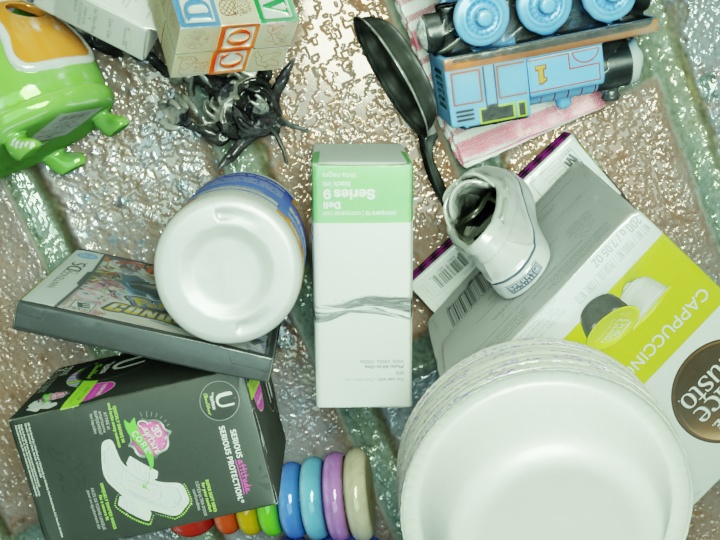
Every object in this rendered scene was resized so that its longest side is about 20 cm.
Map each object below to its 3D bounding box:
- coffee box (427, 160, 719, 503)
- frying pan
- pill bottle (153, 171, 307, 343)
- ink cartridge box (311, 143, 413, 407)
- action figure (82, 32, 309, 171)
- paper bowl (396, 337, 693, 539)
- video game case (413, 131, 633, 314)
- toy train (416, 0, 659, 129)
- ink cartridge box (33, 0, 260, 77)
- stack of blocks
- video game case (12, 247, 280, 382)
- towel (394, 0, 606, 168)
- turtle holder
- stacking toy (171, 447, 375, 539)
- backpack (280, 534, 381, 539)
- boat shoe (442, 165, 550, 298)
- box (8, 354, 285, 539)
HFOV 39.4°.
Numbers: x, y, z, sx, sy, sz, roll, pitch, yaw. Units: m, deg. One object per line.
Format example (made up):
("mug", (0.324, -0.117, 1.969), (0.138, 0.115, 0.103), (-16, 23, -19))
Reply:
("coffee box", (0.194, 0.065, 0.810), (0.197, 0.200, 0.200), (41, 101, -11))
("frying pan", (0.049, -0.132, 0.844), (0.031, 0.115, 0.191), (-33, 102, -3))
("pill bottle", (-0.098, -0.020, 0.819), (0.110, 0.200, 0.114), (0, 103, -1))
("ink cartridge box", (0.000, 0.000, 0.854), (0.083, 0.146, 0.203), (-1, 102, -2))
("action figure", (-0.131, -0.164, 0.839), (0.199, 0.102, 0.120), (34, 88, -7))
("paper bowl", (0.124, 0.156, 0.677), (0.198, 0.104, 0.203), (0, 107, 1))
("video game case", (0.172, 0.008, 0.917), (0.200, 0.036, 0.181), (-43, 100, 8))
("toy train", (0.146, -0.186, 0.826), (0.197, 0.087, 0.116), (-11, 110, -4))
("ink cartridge box", (-0.130, -0.248, 0.787), (0.175, 0.045, 0.202), (25, 60, -6))
("stack of blocks", (-0.105, -0.245, 0.735), (0.114, 0.059, 0.202), (-10, 69, -22))
("video game case", (-0.164, 0.032, 0.839), (0.197, 0.181, 0.026), (13, 103, -4))
("towel", (0.116, -0.208, 0.871), (0.145, 0.030, 0.202), (-23, 102, 3))
("turtle holder", (-0.290, -0.141, 0.833), (0.140, 0.185, 0.133), (-28, 92, -29))
("stacking toy", (-0.087, 0.219, 0.940), (0.197, 0.085, 0.087), (-7, 103, 6))
("backpack", (-0.029, 0.346, 0.903), (0.166, 0.200, 0.164), (18, 102, -6))
("boat shoe", (0.101, -0.051, 0.815), (0.065, 0.200, 0.074), (40, 102, -20))
("box", (-0.175, 0.141, 0.879), (0.197, 0.149, 0.126), (-12, 101, 2))
